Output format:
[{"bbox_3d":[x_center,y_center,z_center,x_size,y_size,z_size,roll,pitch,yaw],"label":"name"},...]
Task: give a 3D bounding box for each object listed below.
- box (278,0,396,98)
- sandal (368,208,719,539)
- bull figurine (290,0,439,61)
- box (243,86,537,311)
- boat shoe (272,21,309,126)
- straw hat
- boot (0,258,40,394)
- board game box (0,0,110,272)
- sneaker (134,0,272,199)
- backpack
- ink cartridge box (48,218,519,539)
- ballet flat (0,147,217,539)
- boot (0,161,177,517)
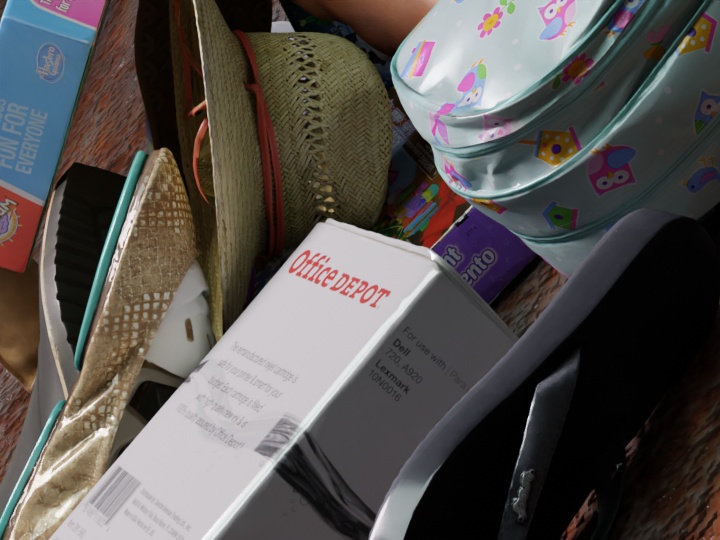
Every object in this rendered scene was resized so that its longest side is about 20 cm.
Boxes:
[{"bbox_3d":[-0.025,-0.158,1.393,0.038,0.201,0.137,-25,22,8],"label":"box"},{"bbox_3d":[0.064,0.061,0.961,0.043,0.076,0.200,17,63,40],"label":"sandal"},{"bbox_3d":[0.043,-0.110,1.242,0.065,0.199,0.121,-60,-18,-1],"label":"bull figurine"},{"bbox_3d":[0.000,0.000,1.267,0.137,0.039,0.200,-47,18,3],"label":"box"},{"bbox_3d":[-0.085,-0.040,1.520,0.200,0.071,0.070,-54,-8,-9],"label":"boat shoe"},{"bbox_3d":[-0.030,-0.056,1.235,0.085,0.202,0.201,-5,18,-8],"label":"straw hat"},{"bbox_3d":[-0.169,0.005,1.375,0.066,0.200,0.175,-53,19,-25],"label":"boot"},{"bbox_3d":[-0.135,-0.123,1.325,0.153,0.040,0.201,113,171,-46],"label":"board game box"},{"bbox_3d":[-0.078,-0.080,1.431,0.090,0.067,0.201,-158,66,-83],"label":"sneaker"},{"bbox_3d":[0.110,-0.095,1.084,0.200,0.126,0.167,-52,22,-5],"label":"backpack"},{"bbox_3d":[-0.030,0.087,1.082,0.200,0.084,0.146,-49,19,-7],"label":"ink cartridge box"},{"bbox_3d":[-0.091,0.053,1.165,0.071,0.065,0.201,-41,-29,-84],"label":"ballet flat"},{"bbox_3d":[-0.137,0.067,1.280,0.138,0.077,0.201,-37,49,41],"label":"boot"}]
